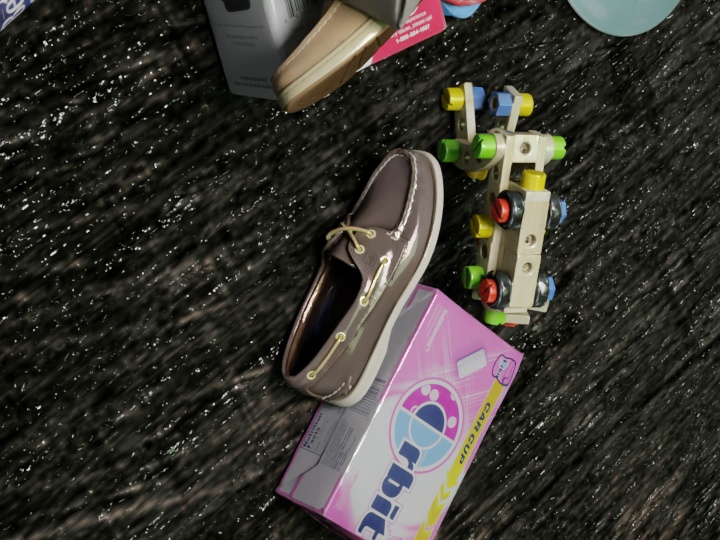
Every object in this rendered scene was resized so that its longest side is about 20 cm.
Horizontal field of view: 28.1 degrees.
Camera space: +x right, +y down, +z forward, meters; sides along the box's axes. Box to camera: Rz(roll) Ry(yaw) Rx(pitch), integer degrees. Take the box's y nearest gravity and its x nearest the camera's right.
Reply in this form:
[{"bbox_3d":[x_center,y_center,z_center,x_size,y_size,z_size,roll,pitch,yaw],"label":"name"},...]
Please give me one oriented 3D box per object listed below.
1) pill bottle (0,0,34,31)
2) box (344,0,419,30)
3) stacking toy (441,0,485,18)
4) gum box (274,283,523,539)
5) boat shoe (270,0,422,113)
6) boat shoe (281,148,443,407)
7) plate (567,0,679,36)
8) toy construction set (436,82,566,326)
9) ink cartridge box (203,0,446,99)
[{"bbox_3d":[-0.239,-0.174,0.800,0.200,0.111,0.111,-49,125,-20],"label":"pill bottle"},{"bbox_3d":[0.022,-0.269,0.853,0.127,0.109,0.201,30,77,6],"label":"box"},{"bbox_3d":[0.120,-0.242,1.019,0.116,0.199,0.110,39,75,-38],"label":"stacking toy"},{"bbox_3d":[0.030,0.122,1.108,0.113,0.066,0.201,36,76,-36],"label":"gum box"},{"bbox_3d":[0.005,-0.185,0.924,0.064,0.071,0.200,43,78,-1],"label":"boat shoe"},{"bbox_3d":[0.000,0.000,1.059,0.059,0.072,0.201,21,91,-43],"label":"boat shoe"},{"bbox_3d":[0.234,-0.299,1.213,0.199,0.026,0.202,-10,105,-38],"label":"plate"},{"bbox_3d":[0.108,-0.038,1.111,0.092,0.131,0.201,-16,115,-18],"label":"toy construction set"},{"bbox_3d":[-0.038,-0.235,0.968,0.145,0.083,0.201,-29,116,-31],"label":"ink cartridge box"}]
